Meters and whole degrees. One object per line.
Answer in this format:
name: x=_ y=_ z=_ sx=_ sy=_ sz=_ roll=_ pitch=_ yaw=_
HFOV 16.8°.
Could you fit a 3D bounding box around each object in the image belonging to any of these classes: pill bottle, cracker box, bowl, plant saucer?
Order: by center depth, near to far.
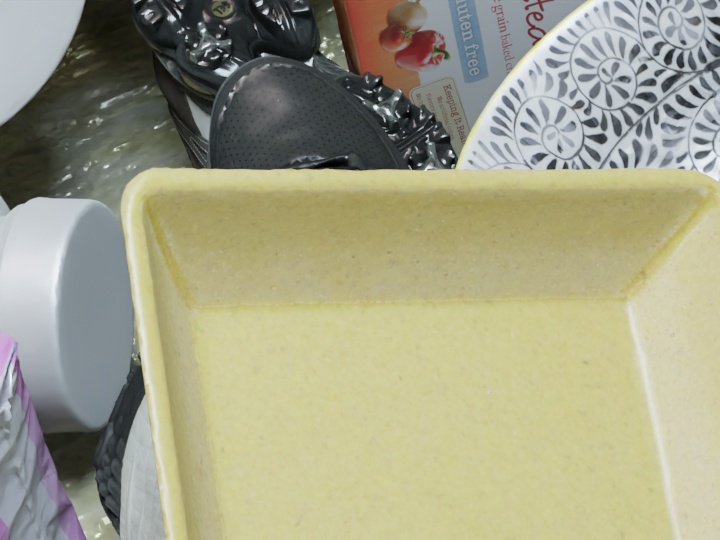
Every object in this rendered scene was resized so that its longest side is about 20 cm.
plant saucer: x=0.032 y=0.071 z=0.702 sx=0.198 sy=0.048 sz=0.202 roll=-1 pitch=67 yaw=-21
bowl: x=0.138 y=-0.018 z=0.848 sx=0.199 sy=0.094 sz=0.202 roll=-22 pitch=40 yaw=20
pill bottle: x=-0.190 y=0.017 z=0.902 sx=0.198 sy=0.113 sz=0.113 roll=0 pitch=45 yaw=15
cracker box: x=0.087 y=-0.125 z=0.956 sx=0.198 sy=0.135 sz=0.058 roll=-18 pitch=43 yaw=-3

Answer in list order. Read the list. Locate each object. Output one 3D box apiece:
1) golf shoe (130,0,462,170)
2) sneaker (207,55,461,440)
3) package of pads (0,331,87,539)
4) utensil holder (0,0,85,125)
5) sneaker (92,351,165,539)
golf shoe: x=-0.016 y=-0.036 z=0.933 sx=0.077 sy=0.095 sz=0.201 roll=-24 pitch=59 yaw=-15
sneaker: x=0.000 y=0.000 z=0.812 sx=0.073 sy=0.082 sz=0.201 roll=-19 pitch=61 yaw=-8
package of pads: x=-0.198 y=0.081 z=0.833 sx=0.198 sy=0.121 sz=0.076 roll=0 pitch=40 yaw=14
utensil holder: x=-0.209 y=-0.136 z=0.973 sx=0.169 sy=0.171 sz=0.200 roll=-30 pitch=21 yaw=-16
sneaker: x=-0.045 y=0.073 z=0.806 sx=0.072 sy=0.072 sz=0.201 roll=22 pitch=27 yaw=-20
